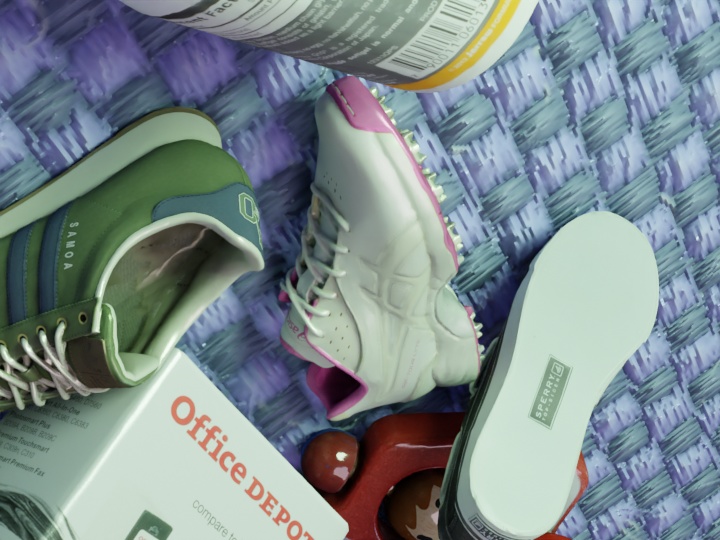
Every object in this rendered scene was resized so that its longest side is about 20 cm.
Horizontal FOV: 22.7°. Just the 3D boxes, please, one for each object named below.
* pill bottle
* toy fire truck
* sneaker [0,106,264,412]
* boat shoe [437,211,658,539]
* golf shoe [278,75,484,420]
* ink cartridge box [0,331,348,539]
[{"bbox_3d":[-0.032,-0.140,0.654,0.199,0.117,0.117,12,118,-40],"label":"pill bottle"},{"bbox_3d":[0.025,0.157,0.970,0.167,0.112,0.201,22,116,-21],"label":"toy fire truck"},{"bbox_3d":[-0.125,0.020,0.747,0.200,0.090,0.067,-38,139,0],"label":"sneaker"},{"bbox_3d":[0.089,0.055,0.907,0.201,0.070,0.064,-60,-172,-32],"label":"boat shoe"},{"bbox_3d":[0.000,0.000,0.832,0.091,0.075,0.201,-26,136,-8],"label":"golf shoe"},{"bbox_3d":[-0.117,0.146,0.790,0.201,0.084,0.146,-56,128,-20],"label":"ink cartridge box"}]
